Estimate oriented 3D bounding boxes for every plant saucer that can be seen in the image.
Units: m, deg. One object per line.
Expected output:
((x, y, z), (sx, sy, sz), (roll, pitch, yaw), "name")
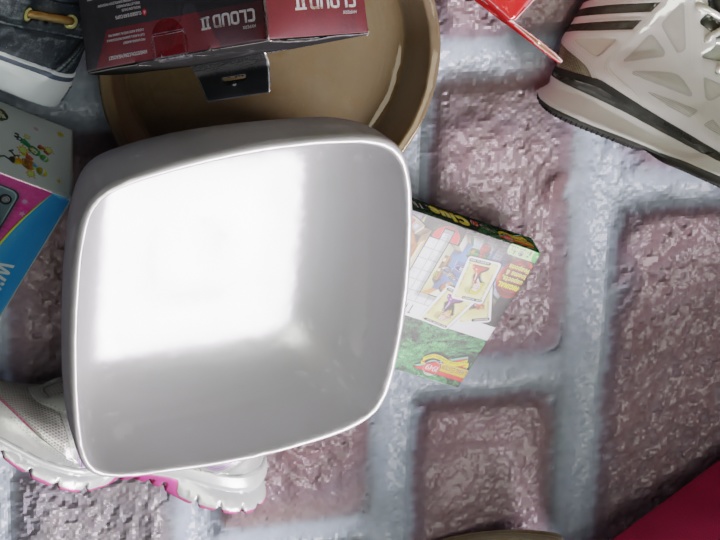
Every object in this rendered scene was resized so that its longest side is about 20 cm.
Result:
((-0.053, -0.123, 1.436), (0.199, 0.029, 0.201), (-6, 114, -14), "plant saucer")

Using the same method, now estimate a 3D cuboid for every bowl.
((-0.075, 0.004, 1.386), (0.199, 0.075, 0.200), (-9, 124, -23), "bowl")

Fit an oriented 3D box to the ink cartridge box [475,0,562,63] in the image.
((0.045, -0.209, 1.380), (0.200, 0.116, 0.067), (39, 95, -27), "ink cartridge box")

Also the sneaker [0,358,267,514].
((-0.138, 0.078, 1.471), (0.199, 0.081, 0.088), (10, 107, -28), "sneaker")

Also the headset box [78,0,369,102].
((-0.079, -0.188, 1.295), (0.075, 0.148, 0.201), (-9, 92, -44), "headset box")

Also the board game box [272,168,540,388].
((0.000, 0.000, 1.485), (0.199, 0.023, 0.105), (17, 117, -30), "board game box")

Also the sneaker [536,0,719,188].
((0.212, -0.112, 1.460), (0.200, 0.076, 0.116), (23, 101, 9), "sneaker")

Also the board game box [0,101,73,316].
((-0.275, -0.041, 1.362), (0.199, 0.064, 0.148), (20, 126, -22), "board game box")

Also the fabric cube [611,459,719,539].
((0.294, 0.229, 1.571), (0.199, 0.200, 0.197), (-34, 116, -12), "fabric cube")

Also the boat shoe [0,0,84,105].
((-0.231, -0.165, 1.341), (0.200, 0.071, 0.091), (20, 102, -29), "boat shoe")

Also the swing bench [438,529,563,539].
((0.112, 0.285, 1.564), (0.129, 0.200, 0.200), (-22, 117, -18), "swing bench")
